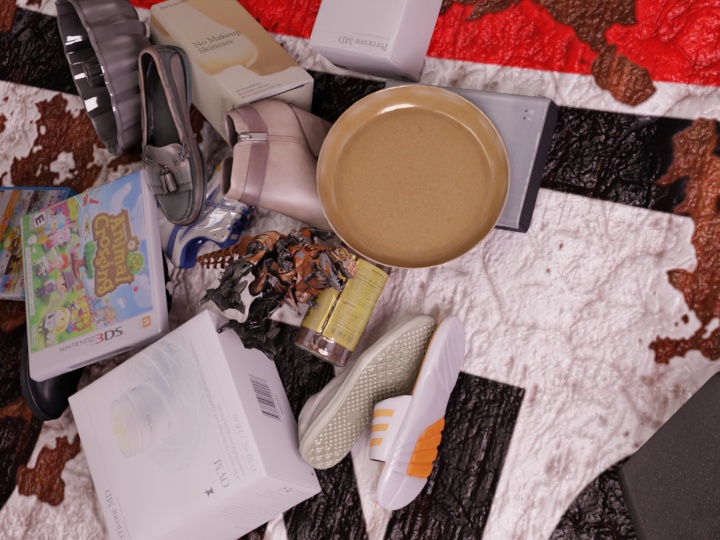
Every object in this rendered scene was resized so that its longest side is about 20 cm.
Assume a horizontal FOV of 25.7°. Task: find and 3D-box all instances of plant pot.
[{"bbox_3d":[0.343,0.208,1.361,0.200,0.200,0.178,-46,46,9],"label":"plant pot"},{"bbox_3d":[0.054,-0.093,1.617,0.197,0.028,0.203,-1,73,3],"label":"plant pot"}]

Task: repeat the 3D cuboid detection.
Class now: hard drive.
[{"bbox_3d":[0.100,-0.123,1.673,0.198,0.033,0.141,10,81,31],"label":"hard drive"}]

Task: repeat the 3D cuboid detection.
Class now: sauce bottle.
[{"bbox_3d":[0.000,0.000,1.639,0.064,0.065,0.202,24,83,32],"label":"sauce bottle"}]

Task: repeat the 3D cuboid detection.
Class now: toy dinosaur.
[{"bbox_3d":[-0.092,0.008,1.627,0.199,0.102,0.136,-13,39,56],"label":"toy dinosaur"}]

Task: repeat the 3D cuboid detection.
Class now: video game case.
[{"bbox_3d":[-0.435,-0.035,1.911,0.198,0.018,0.145,3,66,41],"label":"video game case"},{"bbox_3d":[-0.302,0.005,1.772,0.180,0.022,0.202,-19,65,22],"label":"video game case"}]

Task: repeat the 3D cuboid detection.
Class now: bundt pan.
[{"bbox_3d":[-0.286,-0.241,1.840,0.075,0.203,0.203,-22,60,-17],"label":"bundt pan"}]

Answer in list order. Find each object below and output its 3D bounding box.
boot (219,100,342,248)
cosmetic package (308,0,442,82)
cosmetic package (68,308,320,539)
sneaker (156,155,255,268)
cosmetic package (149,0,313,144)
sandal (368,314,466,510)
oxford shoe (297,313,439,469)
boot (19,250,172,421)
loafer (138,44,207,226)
[{"bbox_3d":[-0.078,-0.084,1.683,0.070,0.145,0.202,-35,59,56],"label":"boot"},{"bbox_3d":[0.031,-0.319,1.741,0.112,0.081,0.202,12,80,29],"label":"cosmetic package"},{"bbox_3d":[-0.180,0.185,1.682,0.199,0.123,0.201,-33,62,18],"label":"cosmetic package"},{"bbox_3d":[-0.144,-0.072,1.779,0.199,0.075,0.089,-30,78,22],"label":"sneaker"},{"bbox_3d":[-0.149,-0.231,1.786,0.104,0.072,0.200,-23,52,-29],"label":"cosmetic package"},{"bbox_3d":[0.050,0.141,1.601,0.059,0.079,0.209,12,73,32],"label":"sandal"},{"bbox_3d":[0.003,0.117,1.637,0.200,0.075,0.058,-48,35,7],"label":"oxford shoe"},{"bbox_3d":[-0.301,0.065,1.808,0.167,0.076,0.202,-10,65,30],"label":"boot"},{"bbox_3d":[-0.217,-0.148,1.735,0.071,0.063,0.203,-7,89,23],"label":"loafer"}]
